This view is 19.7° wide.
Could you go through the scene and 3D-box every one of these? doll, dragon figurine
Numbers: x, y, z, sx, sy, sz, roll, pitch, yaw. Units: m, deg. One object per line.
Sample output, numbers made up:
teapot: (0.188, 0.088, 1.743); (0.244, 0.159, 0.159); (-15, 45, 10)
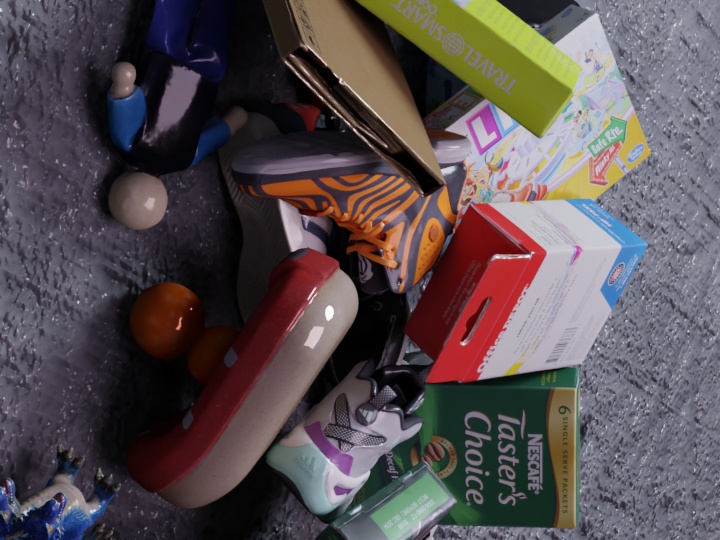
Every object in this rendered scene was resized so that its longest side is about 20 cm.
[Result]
doll: (-0.119, -0.123, 1.372); (0.136, 0.048, 0.202); (25, 79, -55)
dragon figurine: (-0.205, 0.180, 1.323); (0.099, 0.059, 0.201); (-45, 163, -39)

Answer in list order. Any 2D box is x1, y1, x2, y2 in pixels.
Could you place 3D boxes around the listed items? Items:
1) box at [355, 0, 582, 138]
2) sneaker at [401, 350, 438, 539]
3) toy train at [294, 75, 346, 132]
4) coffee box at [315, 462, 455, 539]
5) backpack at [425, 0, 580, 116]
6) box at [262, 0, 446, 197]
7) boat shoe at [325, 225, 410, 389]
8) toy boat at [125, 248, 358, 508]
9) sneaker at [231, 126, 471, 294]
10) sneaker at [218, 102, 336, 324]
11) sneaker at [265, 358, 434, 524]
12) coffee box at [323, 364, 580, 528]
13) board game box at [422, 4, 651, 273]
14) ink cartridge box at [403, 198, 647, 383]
box: (0.064, -0.178, 1.458); (0.048, 0.199, 0.122); (-53, -179, 16)
sneaker: (0.050, 0.154, 1.696); (0.090, 0.066, 0.202); (-25, 118, -47)
toy train: (-0.028, -0.146, 1.514); (0.046, 0.034, 0.202); (-16, 113, -42)
coffee box: (-0.024, 0.229, 1.517); (0.123, 0.044, 0.200); (-28, 163, -51)
backpack: (0.121, -0.114, 1.664); (0.163, 0.153, 0.202); (-19, 130, -51)
box: (-0.017, -0.157, 1.381); (0.021, 0.201, 0.163); (-35, 131, 15)
boat shoe: (0.002, 0.000, 1.561); (0.066, 0.074, 0.201); (29, 74, -64)
toy boat: (-0.100, 0.059, 1.404); (0.201, 0.130, 0.131); (-56, 178, 14)
sneaker: (-0.003, -0.036, 1.430); (0.199, 0.077, 0.113); (-5, 107, -36)
sneaker: (-0.043, -0.026, 1.492); (0.084, 0.075, 0.202); (-29, 124, -42)
sneaker: (0.004, 0.114, 1.512); (0.140, 0.078, 0.200); (-42, 180, -4)
coffee box: (0.072, 0.136, 1.609); (0.044, 0.198, 0.124); (-69, 160, -70)
board game box: (0.119, -0.088, 1.568); (0.200, 0.034, 0.135); (-38, 123, -17)
ink cartridge box: (0.111, 0.014, 1.520); (0.199, 0.067, 0.117); (-4, 128, -51)
